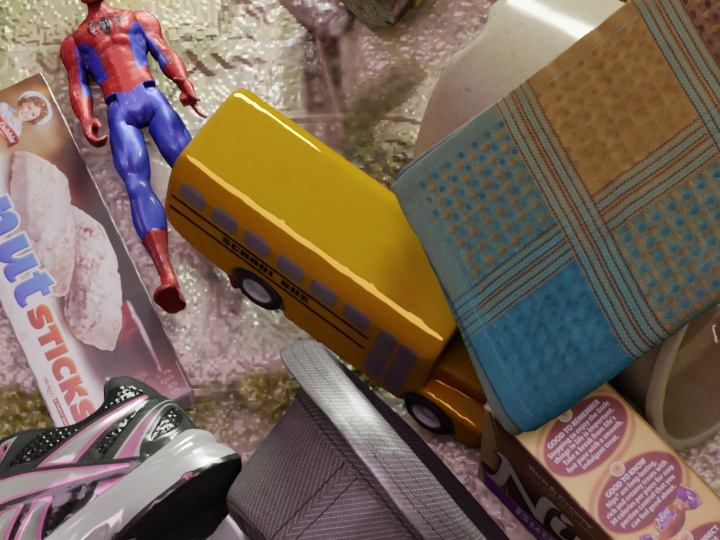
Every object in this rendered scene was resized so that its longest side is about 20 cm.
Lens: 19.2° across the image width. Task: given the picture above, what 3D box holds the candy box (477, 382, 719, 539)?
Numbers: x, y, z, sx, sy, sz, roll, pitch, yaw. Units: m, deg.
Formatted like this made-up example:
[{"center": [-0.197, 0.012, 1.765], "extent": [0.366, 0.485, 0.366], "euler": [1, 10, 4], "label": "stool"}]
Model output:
[{"center": [0.141, 0.134, 1.000], "extent": [0.056, 0.117, 0.200], "euler": [-41, 74, -13], "label": "candy box"}]

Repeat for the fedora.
[{"center": [0.003, 0.121, 0.977], "extent": [0.090, 0.200, 0.177], "euler": [-42, 74, 0], "label": "fedora"}]

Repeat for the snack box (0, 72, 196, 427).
[{"center": [-0.158, -0.004, 1.110], "extent": [0.071, 0.024, 0.201], "euler": [-25, 70, -6], "label": "snack box"}]

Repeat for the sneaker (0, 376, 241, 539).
[{"center": [-0.154, 0.123, 0.972], "extent": [0.199, 0.081, 0.086], "euler": [-31, 59, -23], "label": "sneaker"}]

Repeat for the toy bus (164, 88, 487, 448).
[{"center": [0.000, 0.000, 1.054], "extent": [0.199, 0.078, 0.065], "euler": [36, 64, 7], "label": "toy bus"}]

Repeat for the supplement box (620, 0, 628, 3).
[{"center": [0.180, -0.237, 1.148], "extent": [0.109, 0.109, 0.201], "euler": [31, 72, 12], "label": "supplement box"}]

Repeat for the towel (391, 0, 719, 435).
[{"center": [0.115, -0.036, 0.942], "extent": [0.199, 0.022, 0.148], "euler": [-37, 61, 25], "label": "towel"}]

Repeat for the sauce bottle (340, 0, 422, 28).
[{"center": [0.063, -0.218, 1.168], "extent": [0.065, 0.065, 0.200], "euler": [42, 75, 16], "label": "sauce bottle"}]

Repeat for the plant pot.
[{"center": [0.134, -0.046, 1.044], "extent": [0.183, 0.201, 0.201], "euler": [35, 73, 25], "label": "plant pot"}]

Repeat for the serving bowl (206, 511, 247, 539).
[{"center": [-0.134, 0.192, 1.006], "extent": [0.198, 0.066, 0.202], "euler": [-2, 63, 3], "label": "serving bowl"}]

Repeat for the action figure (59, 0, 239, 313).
[{"center": [-0.115, -0.080, 1.129], "extent": [0.065, 0.052, 0.201], "euler": [-23, 68, -2], "label": "action figure"}]
